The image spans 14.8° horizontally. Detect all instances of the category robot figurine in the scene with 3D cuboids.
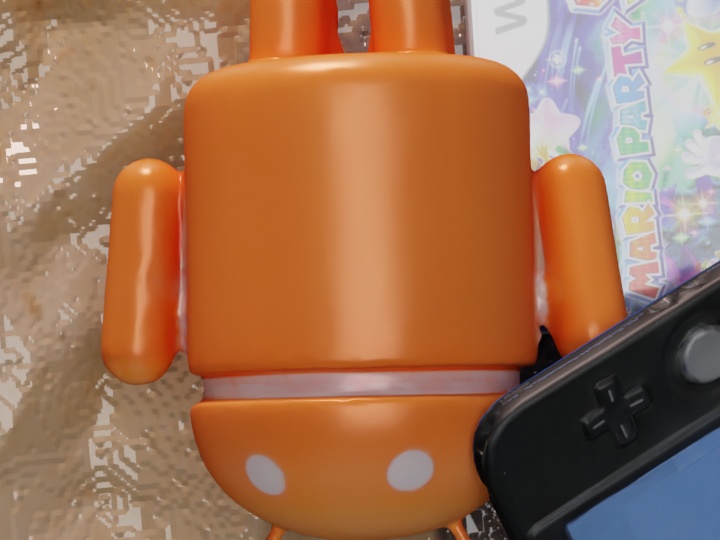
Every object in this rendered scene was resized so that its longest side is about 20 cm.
[{"bbox_3d":[0.002,0.000,0.895,0.144,0.117,0.201,1,87,-33],"label":"robot figurine"}]

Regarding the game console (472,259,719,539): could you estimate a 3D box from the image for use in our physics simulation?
[{"bbox_3d":[0.158,0.099,0.854,0.170,0.118,0.200,-31,115,-11],"label":"game console"}]

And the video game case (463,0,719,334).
[{"bbox_3d":[0.138,-0.054,0.950,0.199,0.018,0.144,-4,88,-1],"label":"video game case"}]
